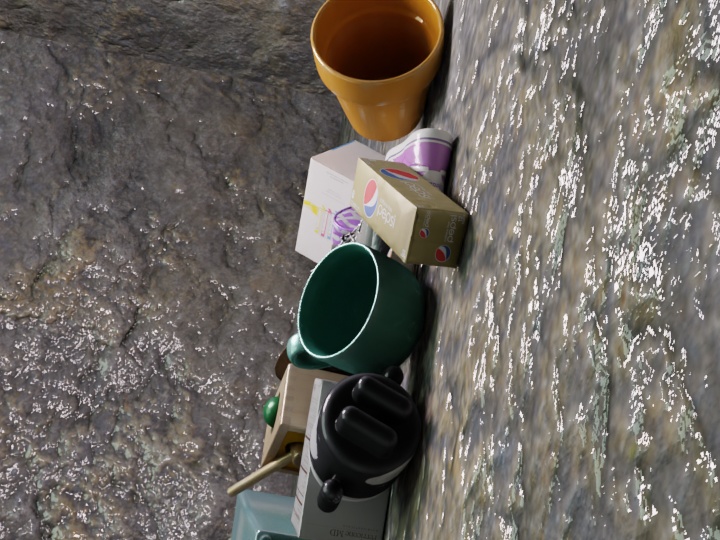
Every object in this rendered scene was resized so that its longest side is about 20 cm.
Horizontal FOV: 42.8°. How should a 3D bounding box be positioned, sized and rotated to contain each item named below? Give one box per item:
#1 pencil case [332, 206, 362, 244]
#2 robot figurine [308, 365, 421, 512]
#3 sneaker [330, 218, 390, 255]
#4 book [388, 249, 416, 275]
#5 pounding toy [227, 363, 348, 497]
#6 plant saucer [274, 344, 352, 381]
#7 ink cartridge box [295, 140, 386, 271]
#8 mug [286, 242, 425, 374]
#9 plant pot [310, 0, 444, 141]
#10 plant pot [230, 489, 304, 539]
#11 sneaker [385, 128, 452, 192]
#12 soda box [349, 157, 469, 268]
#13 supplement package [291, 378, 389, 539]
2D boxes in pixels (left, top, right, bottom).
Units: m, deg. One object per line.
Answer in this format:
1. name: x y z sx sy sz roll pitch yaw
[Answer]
1. pencil case: 0.000 0.000 1.442 0.083 0.084 0.204 -35 -47 -37
2. robot figurine: 0.001 0.198 1.092 0.201 0.147 0.127 110 138 -60
3. sneaker: -0.006 -0.024 1.259 0.075 0.081 0.203 -53 -18 -52
4. book: 0.048 0.027 1.328 0.134 0.047 0.204 111 169 -67
5. pounding toy: -0.082 0.257 1.388 0.185 0.196 0.145 116 164 -51
6. plant saucer: -0.036 0.131 1.421 0.037 0.197 0.202 59 153 28
7. ink cartridge box: -0.017 -0.091 1.553 0.128 0.124 0.204 -30 -40 -48
8. mug: 0.000 0.057 1.178 0.183 0.113 0.155 -5 66 49
9. plant pot: 0.032 -0.304 1.411 0.184 0.195 0.204 80 -165 -60
10. plant pot: -0.137 0.509 1.620 0.200 0.192 0.201 134 145 -79
11. sneaker: 0.068 -0.105 1.220 0.200 0.071 0.117 131 145 -79
12. soda box: 0.052 -0.071 1.067 0.200 0.066 0.065 -131 49 -61
13. supplement package: -0.019 0.257 1.244 0.117 0.114 0.205 151 128 -80
